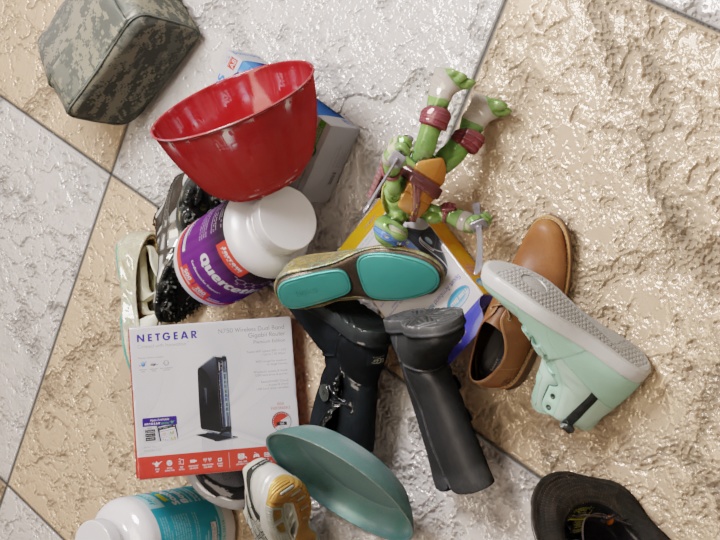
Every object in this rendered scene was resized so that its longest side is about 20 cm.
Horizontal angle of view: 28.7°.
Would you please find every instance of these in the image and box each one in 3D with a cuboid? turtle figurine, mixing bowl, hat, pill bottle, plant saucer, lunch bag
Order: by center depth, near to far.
[{"bbox_3d":[0.232,0.297,1.380,0.201,0.200,0.081,52,127,25],"label":"hat"},{"bbox_3d":[0.093,-0.105,1.487,0.143,0.200,0.195,26,86,-3],"label":"turtle figurine"},{"bbox_3d":[-0.016,0.234,1.594,0.199,0.201,0.036,17,60,37],"label":"plant saucer"},{"bbox_3d":[-0.127,-0.148,1.596,0.199,0.200,0.109,-2,120,38],"label":"mixing bowl"},{"bbox_3d":[-0.136,-0.033,1.675,0.200,0.112,0.114,-27,73,53],"label":"pill bottle"},{"bbox_3d":[-0.257,0.331,1.743,0.110,0.199,0.112,0,90,37],"label":"pill bottle"},{"bbox_3d":[-0.327,-0.317,1.838,0.200,0.139,0.168,-48,64,27],"label":"lunch bag"}]

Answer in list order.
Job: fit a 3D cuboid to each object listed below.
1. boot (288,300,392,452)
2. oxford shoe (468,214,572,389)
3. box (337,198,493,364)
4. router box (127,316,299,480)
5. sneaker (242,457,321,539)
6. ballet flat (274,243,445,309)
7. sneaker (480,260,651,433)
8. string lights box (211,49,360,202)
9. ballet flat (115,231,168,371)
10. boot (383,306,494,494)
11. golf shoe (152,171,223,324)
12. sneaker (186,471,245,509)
[{"bbox_3d":[-0.041,0.111,1.651,0.200,0.076,0.170,33,119,46],"label":"boot"},{"bbox_3d":[0.169,0.036,1.494,0.071,0.071,0.202,27,104,36],"label":"oxford shoe"},{"bbox_3d":[0.069,0.010,1.592,0.119,0.041,0.201,-49,65,27],"label":"box"},{"bbox_3d":[-0.177,0.152,1.694,0.049,0.198,0.181,157,108,-78],"label":"router box"},{"bbox_3d":[-0.097,0.308,1.680,0.087,0.075,0.202,33,135,44],"label":"sneaker"},{"bbox_3d":[0.000,0.000,1.575,0.198,0.071,0.071,-9,84,16],"label":"ballet flat"},{"bbox_3d":[0.184,0.085,1.444,0.200,0.074,0.119,37,117,3],"label":"sneaker"},{"bbox_3d":[-0.102,-0.177,1.712,0.200,0.059,0.103,38,113,32],"label":"string lights box"},{"bbox_3d":[-0.283,0.045,1.852,0.062,0.067,0.202,-13,82,27],"label":"ballet flat"},{"bbox_3d":[0.093,0.143,1.490,0.165,0.065,0.202,-175,70,-77],"label":"boot"},{"bbox_3d":[-0.230,-0.032,1.815,0.094,0.077,0.202,33,108,52],"label":"golf shoe"},{"bbox_3d":[-0.186,0.197,1.750,0.200,0.075,0.114,50,138,30],"label":"sneaker"}]
